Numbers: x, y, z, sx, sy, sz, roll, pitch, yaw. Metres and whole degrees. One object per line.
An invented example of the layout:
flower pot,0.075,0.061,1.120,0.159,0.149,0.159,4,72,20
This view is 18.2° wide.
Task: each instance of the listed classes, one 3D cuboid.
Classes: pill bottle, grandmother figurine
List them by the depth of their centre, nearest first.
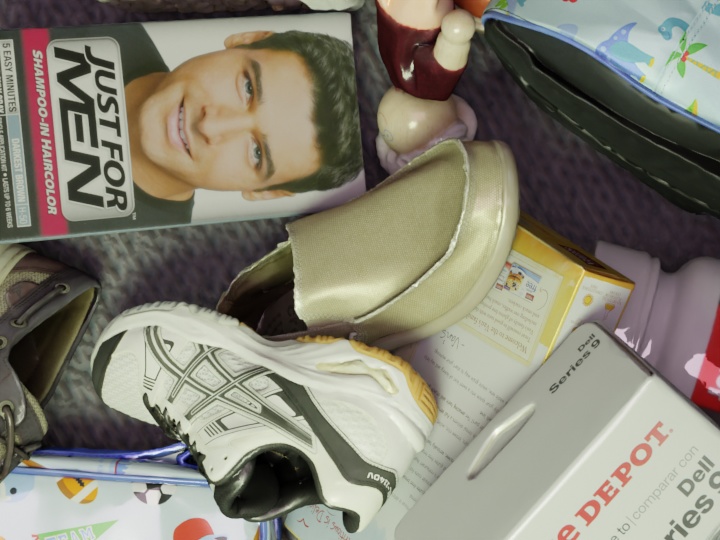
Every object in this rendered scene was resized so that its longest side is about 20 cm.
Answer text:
pill bottle,0.196,0.060,1.094,0.199,0.114,0.115,17,92,3
grandmother figurine,0.024,-0.131,1.094,0.060,0.122,0.201,-8,124,-4

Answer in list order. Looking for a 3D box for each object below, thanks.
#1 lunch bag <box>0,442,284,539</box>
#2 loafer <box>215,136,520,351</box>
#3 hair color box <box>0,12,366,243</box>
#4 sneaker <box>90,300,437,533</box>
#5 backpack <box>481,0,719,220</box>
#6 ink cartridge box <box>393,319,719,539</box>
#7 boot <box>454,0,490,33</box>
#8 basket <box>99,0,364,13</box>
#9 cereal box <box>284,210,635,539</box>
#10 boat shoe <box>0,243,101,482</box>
lunch bag,-0.132,0.164,1.139,0.199,0.076,0.161,4,88,4
loafer,0.000,0.000,1.078,0.200,0.068,0.076,-41,45,39
hair color box,-0.100,-0.070,1.092,0.199,0.061,0.100,-6,92,-28
sneaker,-0.063,0.073,1.073,0.199,0.076,0.088,6,58,37
backpack,0.168,-0.108,1.062,0.199,0.183,0.147,29,85,10
ink cartridge box,0.134,0.143,1.007,0.200,0.084,0.146,40,93,-21
boot,0.047,-0.216,1.103,0.075,0.107,0.201,-13,92,2
basket,-0.071,-0.225,1.097,0.123,0.136,0.201,-4,91,8
cereal box,0.043,0.069,1.085,0.039,0.144,0.201,16,103,-34
boat shoe,-0.183,0.067,1.094,0.064,0.072,0.201,8,47,15
